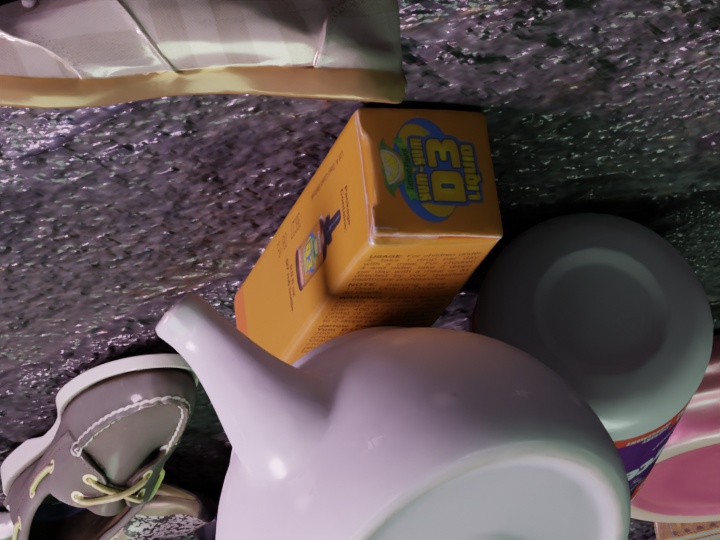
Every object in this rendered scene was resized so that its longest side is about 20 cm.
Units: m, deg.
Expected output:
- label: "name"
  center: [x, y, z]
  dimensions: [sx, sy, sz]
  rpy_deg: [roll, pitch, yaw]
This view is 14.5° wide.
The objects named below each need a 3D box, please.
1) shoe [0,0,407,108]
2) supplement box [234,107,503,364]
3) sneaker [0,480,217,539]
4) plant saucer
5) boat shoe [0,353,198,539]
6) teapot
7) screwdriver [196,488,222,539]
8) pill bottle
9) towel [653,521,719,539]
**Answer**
- label: "shoe"
  center: [-0.081, -0.091, 1.078]
  dimensions: [0.199, 0.054, 0.070]
  rpy_deg: [0, -172, -7]
- label: "supplement box"
  center: [0.000, 0.000, 1.278]
  dimensions: [0.068, 0.067, 0.200]
  rpy_deg: [0, 156, -17]
- label: "sneaker"
  center: [-0.164, 0.174, 1.592]
  dimensions: [0.199, 0.089, 0.077]
  rpy_deg: [-20, 154, 25]
- label: "plant saucer"
  center: [0.204, 0.092, 1.569]
  dimensions: [0.199, 0.051, 0.201]
  rpy_deg: [-6, 156, -3]
- label: "boat shoe"
  center: [-0.133, 0.101, 1.472]
  dimensions: [0.072, 0.061, 0.202]
  rpy_deg: [4, 154, -26]
- label: "teapot"
  center: [0.015, 0.097, 1.249]
  dimensions: [0.197, 0.146, 0.201]
  rpy_deg: [-14, 132, -24]
- label: "screwdriver"
  center: [-0.079, 0.172, 1.695]
  dimensions: [0.029, 0.028, 0.200]
  rpy_deg: [-33, 161, -10]
- label: "pill bottle"
  center: [0.100, 0.060, 1.385]
  dimensions: [0.112, 0.113, 0.200]
  rpy_deg: [-4, 156, -8]
- label: "towel"
  center: [0.261, 0.210, 1.703]
  dimensions: [0.146, 0.201, 0.022]
  rpy_deg: [-12, -170, 11]
